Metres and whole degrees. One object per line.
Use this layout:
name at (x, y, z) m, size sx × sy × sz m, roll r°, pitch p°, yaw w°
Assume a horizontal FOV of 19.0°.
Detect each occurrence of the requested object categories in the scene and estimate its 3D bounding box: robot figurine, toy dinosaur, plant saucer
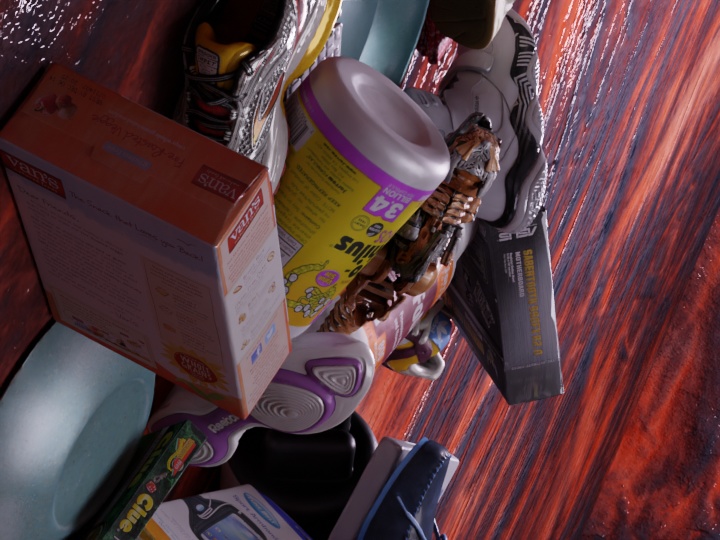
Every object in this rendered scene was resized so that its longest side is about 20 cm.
robot figurine at (-0.048, 0.175, 1.674) m, size 0.150 × 0.124 × 0.201 m, roll -43°, pitch 154°, yaw -38°
toy dinosaur at (0.022, -0.029, 1.395) m, size 0.200 × 0.102 × 0.136 m, roll -34°, pitch -149°, yaw 22°
plant saucer at (-0.014, -0.142, 1.443) m, size 0.200 × 0.036 × 0.200 m, roll -56°, pitch 163°, yaw -26°
plant saucer at (-0.173, 0.105, 1.318) m, size 0.201 × 0.039 × 0.201 m, roll -55°, pitch 163°, yaw -26°

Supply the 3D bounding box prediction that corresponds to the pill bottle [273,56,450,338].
pill bottle at (-0.043, -0.028, 1.326) m, size 0.200 × 0.104 × 0.104 m, roll -47°, pitch 171°, yaw 21°

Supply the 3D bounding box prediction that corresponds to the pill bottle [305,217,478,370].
pill bottle at (0.000, 0.000, 1.567) m, size 0.200 × 0.114 × 0.115 m, roll -47°, pitch 158°, yaw -44°

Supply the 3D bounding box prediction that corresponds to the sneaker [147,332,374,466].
sneaker at (-0.063, 0.064, 1.438) m, size 0.199 × 0.075 × 0.100 m, roll -20°, pitch -147°, yaw 43°

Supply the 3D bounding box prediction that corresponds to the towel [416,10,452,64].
towel at (0.084, -0.261, 1.593) m, size 0.145 × 0.022 × 0.200 m, roll -55°, pitch 163°, yaw -26°

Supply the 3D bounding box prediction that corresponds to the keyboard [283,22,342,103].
keyboard at (-0.034, -0.077, 1.397) m, size 0.056 × 0.011 × 0.200 m, roll -53°, pitch 161°, yaw -32°

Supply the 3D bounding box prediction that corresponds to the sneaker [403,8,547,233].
sneaker at (0.069, -0.125, 1.573) m, size 0.075 × 0.114 × 0.201 m, roll -48°, pitch -142°, yaw 48°

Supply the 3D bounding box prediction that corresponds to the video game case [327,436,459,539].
video game case at (0.003, 0.225, 1.654) m, size 0.201 × 0.022 × 0.182 m, roll -62°, pitch 162°, yaw 1°

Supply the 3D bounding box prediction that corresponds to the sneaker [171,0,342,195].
sneaker at (-0.081, -0.105, 1.243) m, size 0.082 × 0.078 × 0.201 m, roll 12°, pitch 98°, yaw -65°

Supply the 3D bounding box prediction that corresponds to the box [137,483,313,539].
box at (-0.083, 0.207, 1.484) m, size 0.042 × 0.119 × 0.200 m, roll -50°, pitch 161°, yaw 15°

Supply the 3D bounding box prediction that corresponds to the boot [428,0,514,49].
boot at (0.114, -0.267, 1.509) m, size 0.155 × 0.072 × 0.200 m, roll -54°, pitch 168°, yaw -29°

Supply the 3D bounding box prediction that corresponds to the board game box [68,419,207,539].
board game box at (-0.178, 0.182, 1.362) m, size 0.200 × 0.023 × 0.105 m, roll -55°, pitch -166°, yaw -28°

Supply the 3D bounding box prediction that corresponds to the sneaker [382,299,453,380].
sneaker at (0.036, 0.023, 1.764) m, size 0.075 × 0.090 × 0.200 m, roll -57°, pitch 164°, yaw -20°

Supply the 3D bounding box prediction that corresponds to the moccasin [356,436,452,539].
moccasin at (0.032, 0.219, 1.581) m, size 0.080 × 0.068 × 0.201 m, roll -24°, pitch 138°, yaw -62°

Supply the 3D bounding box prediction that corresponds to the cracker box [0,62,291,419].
cracker box at (-0.111, -0.011, 1.156) m, size 0.058 × 0.133 × 0.200 m, roll -56°, pitch 163°, yaw -23°

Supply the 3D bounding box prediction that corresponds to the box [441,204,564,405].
box at (0.104, -0.007, 1.714) m, size 0.200 × 0.048 × 0.159 m, roll -122°, pitch -159°, yaw -65°
